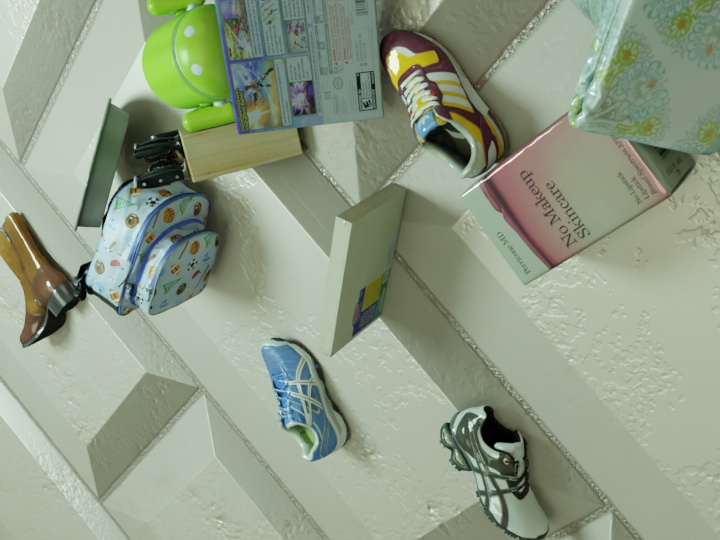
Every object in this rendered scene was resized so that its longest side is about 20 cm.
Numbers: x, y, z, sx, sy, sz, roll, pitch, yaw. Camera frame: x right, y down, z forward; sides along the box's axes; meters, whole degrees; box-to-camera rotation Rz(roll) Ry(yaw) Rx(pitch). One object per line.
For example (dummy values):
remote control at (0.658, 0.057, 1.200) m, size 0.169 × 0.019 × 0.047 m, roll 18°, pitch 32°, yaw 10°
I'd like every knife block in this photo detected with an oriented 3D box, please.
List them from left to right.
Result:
knife block at (-0.200, -0.157, 1.203) m, size 0.198 × 0.175 × 0.065 m, roll 2°, pitch 115°, yaw 34°

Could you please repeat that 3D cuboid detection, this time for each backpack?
backpack at (-0.300, -0.041, 1.331) m, size 0.153 × 0.200 × 0.192 m, roll 23°, pitch 117°, yaw 16°

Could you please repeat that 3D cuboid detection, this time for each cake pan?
cake pan at (-0.379, -0.151, 1.340) m, size 0.036 × 0.201 × 0.201 m, roll 15°, pitch 129°, yaw -16°

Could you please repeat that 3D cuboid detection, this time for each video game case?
video game case at (-0.069, -0.266, 1.058) m, size 0.179 × 0.046 × 0.202 m, roll -7°, pitch 125°, yaw -3°

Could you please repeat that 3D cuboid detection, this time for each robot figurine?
robot figurine at (-0.206, -0.273, 1.172) m, size 0.199 × 0.115 × 0.177 m, roll 0°, pitch 107°, yaw 54°

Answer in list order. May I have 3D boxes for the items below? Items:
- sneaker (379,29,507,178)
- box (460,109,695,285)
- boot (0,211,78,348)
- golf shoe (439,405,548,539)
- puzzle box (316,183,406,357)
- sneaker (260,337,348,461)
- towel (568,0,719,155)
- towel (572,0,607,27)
sneaker at (0.083, -0.193, 1.041) m, size 0.200 × 0.090 × 0.075 m, roll 48°, pitch 130°, yaw 7°
box at (0.229, -0.096, 0.974) m, size 0.200 × 0.109 × 0.128 m, roll -37°, pitch 90°, yaw 40°
boot at (-0.617, 0.023, 1.655) m, size 0.200 × 0.068 × 0.188 m, roll 50°, pitch 131°, yaw 5°
golf shoe at (0.192, 0.268, 1.200) m, size 0.200 × 0.078 × 0.094 m, roll 50°, pitch 130°, yaw 3°
puzzle box at (0.000, 0.000, 1.167) m, size 0.025 × 0.133 × 0.202 m, roll 25°, pitch 124°, yaw 23°
sneaker at (-0.092, 0.192, 1.362) m, size 0.076 × 0.077 × 0.201 m, roll -32°, pitch 91°, yaw 42°
towel at (0.293, -0.212, 0.832) m, size 0.048 × 0.170 × 0.202 m, roll -123°, pitch 46°, yaw -59°
towel at (0.250, -0.353, 0.865) m, size 0.172 × 0.048 × 0.200 m, roll 51°, pitch 131°, yaw 5°
